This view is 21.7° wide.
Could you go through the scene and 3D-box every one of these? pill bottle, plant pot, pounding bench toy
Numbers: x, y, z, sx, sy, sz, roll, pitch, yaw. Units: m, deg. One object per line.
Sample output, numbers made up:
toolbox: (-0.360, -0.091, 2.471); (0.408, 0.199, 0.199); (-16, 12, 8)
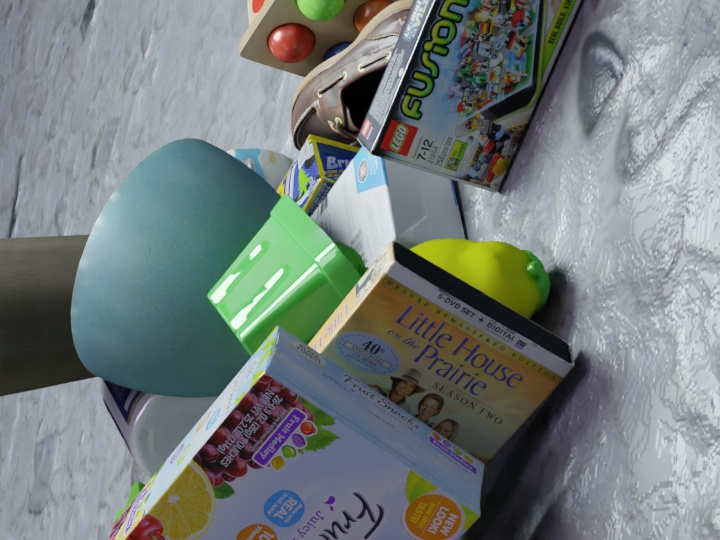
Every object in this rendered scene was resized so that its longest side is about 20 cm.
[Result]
pill bottle: (-0.182, 0.115, 1.754); (0.111, 0.111, 0.200); (-69, 25, 12)
plant pot: (-0.104, 0.016, 1.427); (0.135, 0.200, 0.200); (23, 100, 25)
pounding bench toy: (-0.009, -0.272, 1.591); (0.200, 0.124, 0.156); (-51, 34, 42)

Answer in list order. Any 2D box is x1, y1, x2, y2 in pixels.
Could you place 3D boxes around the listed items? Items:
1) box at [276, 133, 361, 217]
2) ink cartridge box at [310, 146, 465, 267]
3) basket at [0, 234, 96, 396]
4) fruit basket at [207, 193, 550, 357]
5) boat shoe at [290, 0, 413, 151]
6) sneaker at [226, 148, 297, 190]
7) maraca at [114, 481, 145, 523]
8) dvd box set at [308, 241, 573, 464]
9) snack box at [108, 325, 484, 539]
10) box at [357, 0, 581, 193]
box: (-0.052, -0.017, 1.602); (0.200, 0.070, 0.064); (-57, 31, 34)
ink cartridge box: (0.000, 0.000, 1.482); (0.200, 0.068, 0.116); (-52, 35, 40)
basket: (-0.233, 0.030, 1.653); (0.180, 0.200, 0.136); (109, 152, -69)
fruit basket: (0.027, 0.034, 1.310); (0.216, 0.215, 0.156); (-69, 25, 12)
boat shoe: (-0.001, -0.146, 1.565); (0.200, 0.070, 0.070); (-45, 34, 48)
sneaker: (-0.113, -0.015, 1.718); (0.076, 0.081, 0.200); (27, 103, 64)
maraca: (-0.206, 0.288, 1.711); (0.137, 0.107, 0.200); (-21, 57, 53)
dvd box set: (0.023, 0.092, 1.240); (0.200, 0.146, 0.029); (-51, 21, 25)
snack box: (-0.045, 0.161, 1.211); (0.200, 0.169, 0.068); (-49, 13, 26)
box: (0.086, -0.164, 1.345); (0.200, 0.110, 0.035); (-68, 26, 17)
